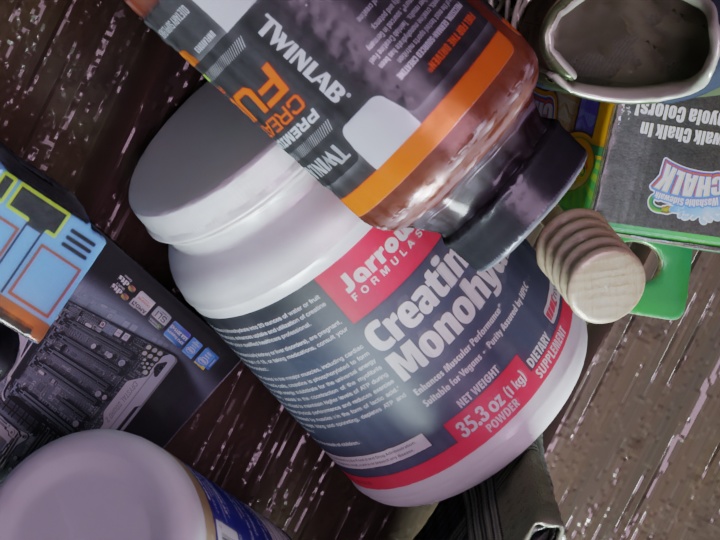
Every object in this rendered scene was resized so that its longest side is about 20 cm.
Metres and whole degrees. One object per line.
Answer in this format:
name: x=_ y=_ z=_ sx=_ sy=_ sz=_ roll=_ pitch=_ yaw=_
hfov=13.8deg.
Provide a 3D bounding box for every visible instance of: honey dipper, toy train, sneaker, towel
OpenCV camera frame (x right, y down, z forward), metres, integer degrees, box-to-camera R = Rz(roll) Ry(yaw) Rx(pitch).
honey dipper: x=0.080 y=-0.034 z=1.382 sx=0.038 sy=0.200 sz=0.038 roll=-7 pitch=116 yaw=-15
toy train: x=-0.211 y=-0.024 z=1.274 sx=0.200 sy=0.087 sz=0.114 roll=35 pitch=88 yaw=-35
sneaker: x=0.084 y=-0.114 z=1.316 sx=0.199 sy=0.090 sz=0.067 roll=9 pitch=100 yaw=15
towel: x=0.040 y=0.166 z=1.409 sx=0.034 sy=0.200 sz=0.193 roll=32 pitch=103 yaw=-8

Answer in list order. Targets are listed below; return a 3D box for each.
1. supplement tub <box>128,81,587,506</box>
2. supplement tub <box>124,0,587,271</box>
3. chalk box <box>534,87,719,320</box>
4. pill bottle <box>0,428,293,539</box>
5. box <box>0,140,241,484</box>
supplement tub: x=0.000 y=0.000 z=1.393 sx=0.140 sy=0.140 sz=0.200 roll=-43 pitch=114 yaw=-5
supplement tub: x=0.002 y=-0.091 z=1.261 sx=0.200 sy=0.107 sz=0.107 roll=42 pitch=88 yaw=-5
chalk box: x=0.147 y=-0.079 z=1.438 sx=0.124 sy=0.124 sz=0.201 roll=9 pitch=103 yaw=-23
pill bottle: x=-0.086 y=0.156 z=1.379 sx=0.116 sy=0.116 sz=0.200 roll=-50 pitch=148 yaw=-2
box: x=-0.179 y=0.033 z=1.384 sx=0.158 sy=0.050 sz=0.200 roll=-48 pitch=116 yaw=-3
